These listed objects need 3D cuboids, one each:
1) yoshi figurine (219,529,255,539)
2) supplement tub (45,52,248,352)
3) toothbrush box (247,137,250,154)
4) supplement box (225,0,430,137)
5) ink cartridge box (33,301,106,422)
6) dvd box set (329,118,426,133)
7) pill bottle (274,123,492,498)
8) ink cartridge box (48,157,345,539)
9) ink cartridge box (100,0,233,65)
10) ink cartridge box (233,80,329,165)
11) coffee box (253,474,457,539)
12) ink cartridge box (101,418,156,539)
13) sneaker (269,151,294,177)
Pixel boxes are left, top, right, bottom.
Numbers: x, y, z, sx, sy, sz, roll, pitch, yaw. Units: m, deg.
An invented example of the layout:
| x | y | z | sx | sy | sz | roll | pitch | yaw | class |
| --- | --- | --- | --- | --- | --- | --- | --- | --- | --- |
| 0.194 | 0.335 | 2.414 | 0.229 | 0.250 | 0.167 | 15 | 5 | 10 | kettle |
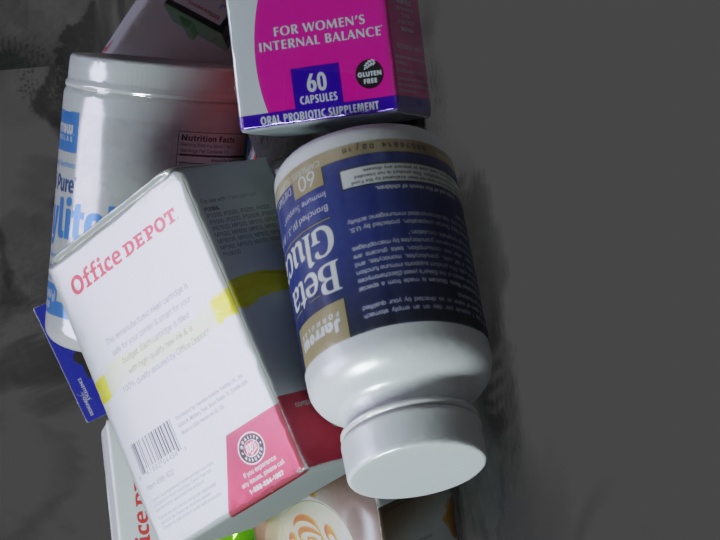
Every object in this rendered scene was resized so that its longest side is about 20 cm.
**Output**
| x | y | z | sx | sy | sz | roll | pitch | yaw | class |
| --- | --- | --- | --- | --- | --- | --- | --- | --- | --- |
| -0.070 | 0.121 | 1.748 | 0.112 | 0.111 | 0.201 | -69 | -7 | -79 | yoshi figurine |
| -0.146 | -0.045 | 1.772 | 0.132 | 0.131 | 0.202 | -148 | 62 | -78 | supplement tub |
| -0.076 | -0.008 | 1.927 | 0.085 | 0.145 | 0.202 | -169 | 72 | -81 | toothbrush box |
| -0.025 | -0.188 | 1.559 | 0.103 | 0.100 | 0.202 | -4 | -93 | -77 | supplement box |
| -0.129 | 0.028 | 1.863 | 0.037 | 0.199 | 0.095 | -101 | -15 | -86 | ink cartridge box |
| 0.004 | -0.142 | 1.711 | 0.200 | 0.029 | 0.147 | 138 | 125 | -77 | dvd box set |
| 0.016 | 0.025 | 1.499 | 0.111 | 0.110 | 0.201 | 103 | 159 | -62 | pill bottle |
| -0.089 | 0.051 | 1.574 | 0.145 | 0.083 | 0.201 | -33 | 75 | 41 | ink cartridge box |
| -0.113 | -0.204 | 1.906 | 0.201 | 0.084 | 0.145 | -57 | 8 | -5 | ink cartridge box |
| -0.064 | -0.097 | 1.755 | 0.163 | 0.057 | 0.201 | -78 | -26 | -44 | ink cartridge box |
| -0.008 | 0.132 | 1.630 | 0.114 | 0.079 | 0.202 | -3 | 97 | 40 | coffee box |
| -0.094 | 0.177 | 1.975 | 0.084 | 0.198 | 0.147 | 124 | 139 | -79 | ink cartridge box |
| 0.000 | 0.000 | 1.676 | 0.200 | 0.075 | 0.116 | 55 | -166 | -64 | sneaker |
